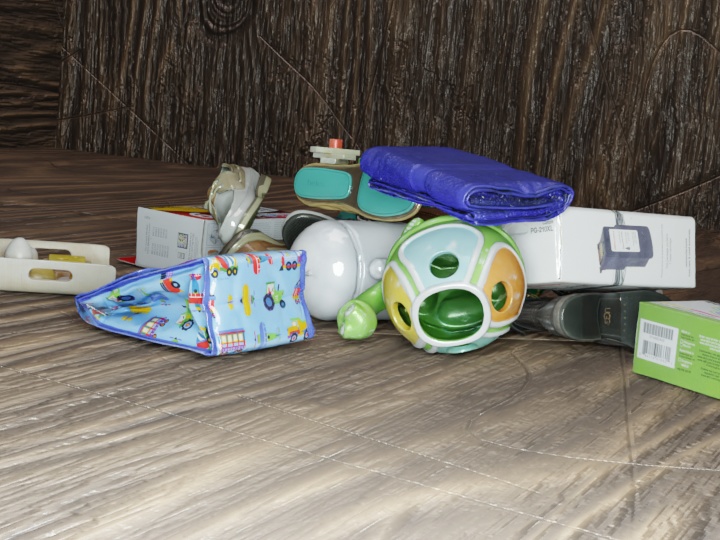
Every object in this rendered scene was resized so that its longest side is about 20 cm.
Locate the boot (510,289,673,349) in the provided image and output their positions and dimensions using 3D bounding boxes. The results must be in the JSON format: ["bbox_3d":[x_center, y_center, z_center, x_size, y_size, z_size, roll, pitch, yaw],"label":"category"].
[{"bbox_3d":[0.243,0.050,1.560,0.200,0.069,0.174,9,-4,-29],"label":"boot"}]

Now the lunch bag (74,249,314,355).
[{"bbox_3d":[-0.171,0.035,1.365,0.200,0.094,0.150,-5,1,37],"label":"lunch bag"}]

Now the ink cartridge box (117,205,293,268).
[{"bbox_3d":[-0.203,-0.044,1.869,0.175,0.084,0.200,12,10,39],"label":"ink cartridge box"}]

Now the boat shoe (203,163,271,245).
[{"bbox_3d":[-0.163,-0.083,1.729,0.068,0.075,0.200,27,17,-7],"label":"boat shoe"}]

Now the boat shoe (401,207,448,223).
[{"bbox_3d":[0.108,-0.032,1.644,0.200,0.072,0.067,28,7,38],"label":"boat shoe"}]

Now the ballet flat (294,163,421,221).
[{"bbox_3d":[0.009,-0.094,1.604,0.200,0.069,0.063,14,0,41],"label":"ballet flat"}]

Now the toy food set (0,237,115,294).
[{"bbox_3d":[-0.363,-0.014,1.611,0.143,0.061,0.200,3,8,-12],"label":"toy food set"}]

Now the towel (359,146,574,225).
[{"bbox_3d":[0.107,-0.088,1.448,0.147,0.050,0.200,-2,17,-34],"label":"towel"}]

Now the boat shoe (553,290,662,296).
[{"bbox_3d":[0.307,0.014,1.827,0.060,0.076,0.200,6,4,-43],"label":"boat shoe"}]

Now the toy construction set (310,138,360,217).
[{"bbox_3d":[-0.023,-0.077,1.808,0.131,0.201,0.092,4,18,-7],"label":"toy construction set"}]

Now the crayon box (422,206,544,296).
[{"bbox_3d":[0.139,-0.040,1.744,0.119,0.058,0.200,5,43,-49],"label":"crayon box"}]

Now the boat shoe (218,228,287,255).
[{"bbox_3d":[-0.092,0.004,1.686,0.074,0.076,0.200,48,22,27],"label":"boat shoe"}]

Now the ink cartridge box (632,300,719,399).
[{"bbox_3d":[0.400,0.079,1.392,0.200,0.076,0.148,-1,10,-31],"label":"ink cartridge box"}]

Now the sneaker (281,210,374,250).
[{"bbox_3d":[-0.022,-0.042,1.696,0.200,0.084,0.121,30,21,-32],"label":"sneaker"}]

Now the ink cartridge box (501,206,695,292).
[{"bbox_3d":[0.251,-0.021,1.533,0.200,0.085,0.145,3,-5,-31],"label":"ink cartridge box"}]

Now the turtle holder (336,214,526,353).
[{"bbox_3d":[0.077,0.017,1.407,0.185,0.141,0.132,12,24,1],"label":"turtle holder"}]

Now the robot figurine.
[{"bbox_3d":[0.000,0.000,1.561,0.200,0.113,0.169,1,-5,-33],"label":"robot figurine"}]
